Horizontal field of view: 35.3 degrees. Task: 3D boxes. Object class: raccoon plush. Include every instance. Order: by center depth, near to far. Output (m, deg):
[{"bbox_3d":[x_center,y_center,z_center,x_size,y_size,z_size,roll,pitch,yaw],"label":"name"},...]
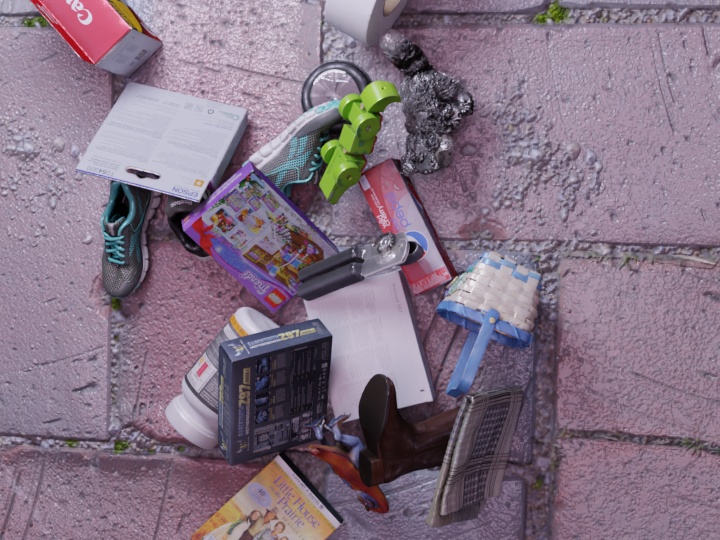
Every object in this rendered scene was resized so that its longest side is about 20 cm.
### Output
[{"bbox_3d":[0.067,-0.225,1.613,0.200,0.097,0.134,38,67,-15],"label":"raccoon plush"}]

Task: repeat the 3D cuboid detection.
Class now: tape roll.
[{"bbox_3d":[0.029,-0.421,1.594,0.071,0.202,0.203,29,97,8],"label":"tape roll"}]

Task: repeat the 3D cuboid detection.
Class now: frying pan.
[{"bbox_3d":[-0.064,-0.235,1.705,0.190,0.031,0.115,-43,82,7],"label":"frying pan"}]

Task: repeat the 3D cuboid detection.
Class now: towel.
[{"bbox_3d":[0.168,0.264,1.603,0.035,0.193,0.200,19,97,27],"label":"towel"}]

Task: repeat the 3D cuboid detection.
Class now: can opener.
[{"bbox_3d":[0.000,0.000,1.631,0.200,0.067,0.053,-22,52,35],"label":"can opener"}]

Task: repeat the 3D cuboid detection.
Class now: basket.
[{"bbox_3d":[0.171,0.084,1.605,0.139,0.176,0.200,19,80,0],"label":"basket"}]

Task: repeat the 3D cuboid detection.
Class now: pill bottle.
[{"bbox_3d":[-0.195,0.162,1.695,0.116,0.116,0.200,41,97,6],"label":"pill bottle"}]

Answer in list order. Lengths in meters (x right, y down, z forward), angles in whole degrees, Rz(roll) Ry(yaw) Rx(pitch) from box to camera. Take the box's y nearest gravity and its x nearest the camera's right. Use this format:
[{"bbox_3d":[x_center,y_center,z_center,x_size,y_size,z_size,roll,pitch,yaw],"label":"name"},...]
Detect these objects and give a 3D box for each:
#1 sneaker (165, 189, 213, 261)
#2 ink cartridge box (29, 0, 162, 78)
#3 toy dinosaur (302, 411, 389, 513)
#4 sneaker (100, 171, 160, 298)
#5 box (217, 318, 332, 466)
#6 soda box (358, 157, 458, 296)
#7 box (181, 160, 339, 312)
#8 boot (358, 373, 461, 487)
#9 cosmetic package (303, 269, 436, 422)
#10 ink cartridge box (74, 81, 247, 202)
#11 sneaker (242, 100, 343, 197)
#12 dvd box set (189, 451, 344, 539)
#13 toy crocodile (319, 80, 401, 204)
[{"bbox_3d":[-0.263,-0.111,1.710,0.066,0.090,0.200,-18,89,9],"label":"sneaker"},{"bbox_3d":[-0.413,-0.395,1.683,0.084,0.176,0.200,-43,85,9],"label":"ink cartridge box"},{"bbox_3d":[-0.018,0.297,1.652,0.105,0.200,0.182,-19,102,33],"label":"toy dinosaur"},{"bbox_3d":[-0.367,-0.056,1.721,0.078,0.091,0.200,11,94,17],"label":"sneaker"},{"bbox_3d":[-0.125,0.176,1.634,0.158,0.051,0.200,-15,128,-26],"label":"box"},{"bbox_3d":[0.069,-0.063,1.664,0.063,0.070,0.200,-27,87,12],"label":"soda box"},{"bbox_3d":[-0.145,-0.047,1.667,0.137,0.039,0.200,-40,120,9],"label":"box"},{"bbox_3d":[0.096,0.210,1.610,0.200,0.064,0.187,-10,123,-28],"label":"boot"},{"bbox_3d":[0.014,0.114,1.691,0.151,0.052,0.200,-15,90,12],"label":"cosmetic package"},{"bbox_3d":[-0.292,-0.184,1.681,0.196,0.043,0.200,15,55,9],"label":"ink cartridge box"},{"bbox_3d":[-0.081,-0.174,1.674,0.200,0.078,0.091,-36,93,32],"label":"sneaker"},{"bbox_3d":[-0.144,0.398,1.739,0.200,0.029,0.146,-43,85,9],"label":"dvd box set"},{"bbox_3d":[-0.006,-0.182,1.610,0.068,0.062,0.200,56,132,43],"label":"toy crocodile"}]
